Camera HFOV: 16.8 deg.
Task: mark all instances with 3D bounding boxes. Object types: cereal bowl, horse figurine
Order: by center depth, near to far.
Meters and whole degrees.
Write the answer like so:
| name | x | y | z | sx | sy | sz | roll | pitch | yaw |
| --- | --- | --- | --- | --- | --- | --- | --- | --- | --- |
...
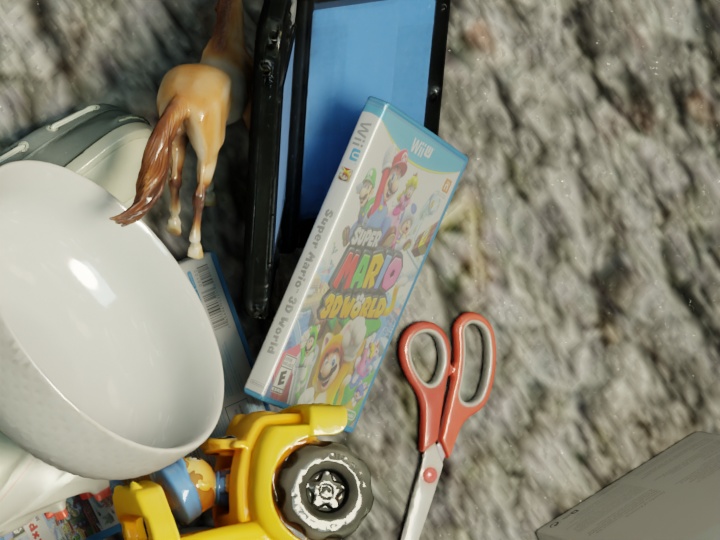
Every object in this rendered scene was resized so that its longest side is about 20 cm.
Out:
| name | x | y | z | sx | sy | sz | roll | pitch | yaw |
| --- | --- | --- | --- | --- | --- | --- | --- | --- | --- |
| cereal bowl | -0.177 | 0.040 | 1.432 | 0.083 | 0.200 | 0.200 | -37 | 111 | 25 |
| horse figurine | -0.097 | -0.091 | 1.515 | 0.050 | 0.200 | 0.133 | 8 | 113 | 15 |

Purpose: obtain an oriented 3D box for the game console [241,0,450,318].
| name | x | y | z | sx | sy | sz | roll | pitch | yaw |
| --- | --- | --- | --- | --- | --- | --- | --- | --- | --- |
| game console | -0.007 | -0.088 | 1.535 | 0.116 | 0.176 | 0.201 | 4 | 116 | 1 |

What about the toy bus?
| name | x | y | z | sx | sy | sz | roll | pitch | yaw |
| --- | --- | --- | --- | --- | --- | --- | --- | --- | --- |
| toy bus | -0.098 | 0.177 | 1.462 | 0.191 | 0.136 | 0.201 | 4 | 81 | -14 |

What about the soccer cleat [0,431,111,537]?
| name | x | y | z | sx | sy | sz | roll | pitch | yaw |
| --- | --- | --- | --- | --- | --- | --- | --- | --- | --- |
| soccer cleat | -0.240 | 0.136 | 1.464 | 0.200 | 0.069 | 0.078 | -27 | 97 | -28 |

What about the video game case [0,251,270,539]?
| name | x | y | z | sx | sy | sz | roll | pitch | yaw |
| --- | --- | --- | --- | --- | --- | --- | --- | --- | --- |
| video game case | -0.159 | 0.090 | 1.550 | 0.199 | 0.018 | 0.144 | -23 | 101 | -22 |

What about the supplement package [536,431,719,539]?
| name | x | y | z | sx | sy | sz | roll | pitch | yaw |
| --- | --- | --- | --- | --- | --- | --- | --- | --- | --- |
| supplement package | 0.250 | 0.215 | 1.644 | 0.151 | 0.200 | 0.151 | -29 | 102 | -20 |

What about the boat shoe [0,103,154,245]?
| name | x | y | z | sx | sy | sz | roll | pitch | yaw |
| --- | --- | --- | --- | --- | --- | --- | --- | --- | --- |
| boat shoe | -0.216 | -0.041 | 1.515 | 0.200 | 0.062 | 0.073 | -31 | 136 | -15 |

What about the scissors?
| name | x | y | z | sx | sy | sz | roll | pitch | yaw |
| --- | --- | --- | --- | --- | --- | --- | --- | --- | --- |
| scissors | 0.055 | 0.128 | 1.656 | 0.073 | 0.014 | 0.201 | 4 | 88 | -26 |

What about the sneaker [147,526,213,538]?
| name | x | y | z | sx | sy | sz | roll | pitch | yaw |
| --- | --- | --- | --- | --- | --- | --- | --- | --- | --- |
| sneaker | -0.151 | 0.224 | 1.529 | 0.199 | 0.085 | 0.073 | -26 | 100 | -23 |

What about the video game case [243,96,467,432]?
| name | x | y | z | sx | sy | sz | roll | pitch | yaw |
| --- | --- | --- | --- | --- | --- | --- | --- | --- | --- |
| video game case | 0.000 | 0.000 | 1.568 | 0.143 | 0.018 | 0.201 | 27 | 85 | -63 |
